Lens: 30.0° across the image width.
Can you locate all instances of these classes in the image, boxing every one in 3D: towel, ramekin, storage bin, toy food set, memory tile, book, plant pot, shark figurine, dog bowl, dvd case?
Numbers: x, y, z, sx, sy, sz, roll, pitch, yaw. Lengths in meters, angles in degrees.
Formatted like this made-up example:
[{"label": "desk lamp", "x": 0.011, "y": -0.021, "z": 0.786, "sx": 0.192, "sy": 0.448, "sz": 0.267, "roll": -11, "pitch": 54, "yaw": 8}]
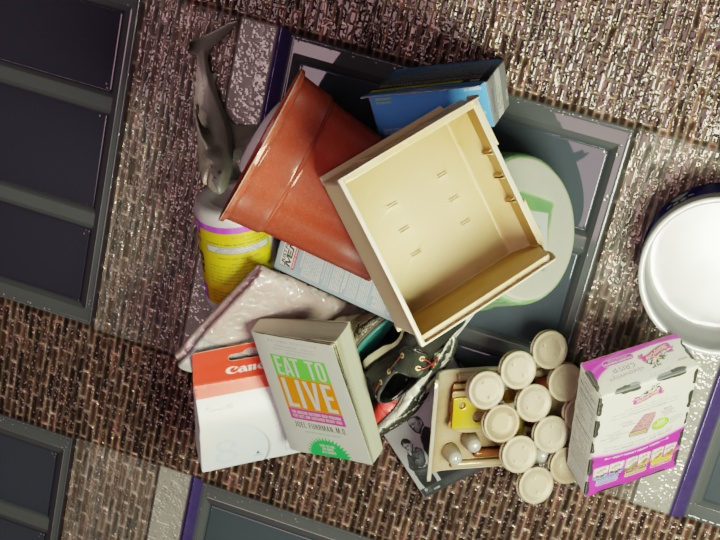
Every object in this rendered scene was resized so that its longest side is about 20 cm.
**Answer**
[{"label": "towel", "x": -0.117, "y": 0.088, "z": 1.777, "sx": 0.199, "sy": 0.032, "sz": 0.191, "roll": 24, "pitch": 121, "yaw": -42}, {"label": "ramekin", "x": 0.168, "y": -0.050, "z": 1.624, "sx": 0.097, "sy": 0.199, "sz": 0.202, "roll": 2, "pitch": 113, "yaw": 52}, {"label": "storage bin", "x": 0.089, "y": -0.059, "z": 1.470, "sx": 0.197, "sy": 0.094, "sz": 0.202, "roll": -31, "pitch": 103, "yaw": -14}, {"label": "toy food set", "x": 0.183, "y": 0.202, "z": 1.753, "sx": 0.197, "sy": 0.060, "sz": 0.145, "roll": -2, "pitch": 109, "yaw": -15}, {"label": "memory tile", "x": 0.232, "y": 0.189, "z": 1.730, "sx": 0.152, "sy": 0.017, "sz": 0.201, "roll": -32, "pitch": 106, "yaw": -10}, {"label": "book", "x": -0.056, "y": 0.155, "z": 1.733, "sx": 0.132, "sy": 0.048, "sz": 0.202, "roll": 4, "pitch": 127, "yaw": 30}, {"label": "plant pot", "x": -0.035, "y": -0.098, "z": 1.570, "sx": 0.194, "sy": 0.201, "sz": 0.202, "roll": 30, "pitch": 113, "yaw": -8}, {"label": "shark figurine", "x": -0.178, "y": -0.206, "z": 1.752, "sx": 0.088, "sy": 0.128, "sz": 0.217, "roll": -5, "pitch": 89, "yaw": -10}, {"label": "dog bowl", "x": 0.441, "y": -0.002, "z": 1.644, "sx": 0.197, "sy": 0.079, "sz": 0.203, "roll": 4, "pitch": 109, "yaw": 13}, {"label": "dvd case", "x": 0.097, "y": 0.195, "z": 1.823, "sx": 0.149, "sy": 0.025, "sz": 0.201, "roll": -29, "pitch": 101, "yaw": 21}]

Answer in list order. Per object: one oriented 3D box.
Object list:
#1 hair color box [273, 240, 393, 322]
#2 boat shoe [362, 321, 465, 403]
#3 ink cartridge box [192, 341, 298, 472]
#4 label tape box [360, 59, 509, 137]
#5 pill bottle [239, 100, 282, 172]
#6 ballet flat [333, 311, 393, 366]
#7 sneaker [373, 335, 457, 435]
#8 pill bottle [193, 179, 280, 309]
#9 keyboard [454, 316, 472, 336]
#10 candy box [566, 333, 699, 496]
[{"label": "hair color box", "x": 0.000, "y": 0.000, "z": 1.721, "sx": 0.198, "sy": 0.099, "sz": 0.061, "roll": 24, "pitch": 108, "yaw": 21}, {"label": "boat shoe", "x": 0.074, "y": 0.100, "z": 1.653, "sx": 0.201, "sy": 0.073, "sz": 0.064, "roll": -45, "pitch": 59, "yaw": 46}, {"label": "ink cartridge box", "x": -0.142, "y": 0.178, "z": 1.794, "sx": 0.158, "sy": 0.048, "sz": 0.201, "roll": -9, "pitch": 137, "yaw": -13}, {"label": "label tape box", "x": 0.092, "y": -0.201, "z": 1.602, "sx": 0.142, "sy": 0.200, "sz": 0.064, "roll": -4, "pitch": 107, "yaw": 16}, {"label": "pill bottle", "x": -0.046, "y": -0.119, "z": 1.712, "sx": 0.199, "sy": 0.113, "sz": 0.113, "roll": 35, "pitch": 113, "yaw": 1}, {"label": "ballet flat", "x": -0.020, "y": 0.109, "z": 1.767, "sx": 0.075, "sy": 0.068, "sz": 0.201, "roll": 42, "pitch": 133, "yaw": 22}, {"label": "sneaker", "x": 0.051, "y": 0.140, "z": 1.773, "sx": 0.085, "sy": 0.077, "sz": 0.201, "roll": 41, "pitch": 111, "yaw": 18}, {"label": "pill bottle", "x": -0.159, "y": -0.010, "z": 1.771, "sx": 0.103, "sy": 0.105, "sz": 0.202, "roll": 4, "pitch": 122, "yaw": 13}, {"label": "keyboard", "x": 0.140, "y": 0.025, "z": 1.767, "sx": 0.056, "sy": 0.011, "sz": 0.201, "roll": 36, "pitch": 113, "yaw": 1}, {"label": "candy box", "x": 0.335, "y": 0.182, "z": 1.669, "sx": 0.135, "sy": 0.061, "sz": 0.201, "roll": -15, "pitch": 137, "yaw": -14}]
